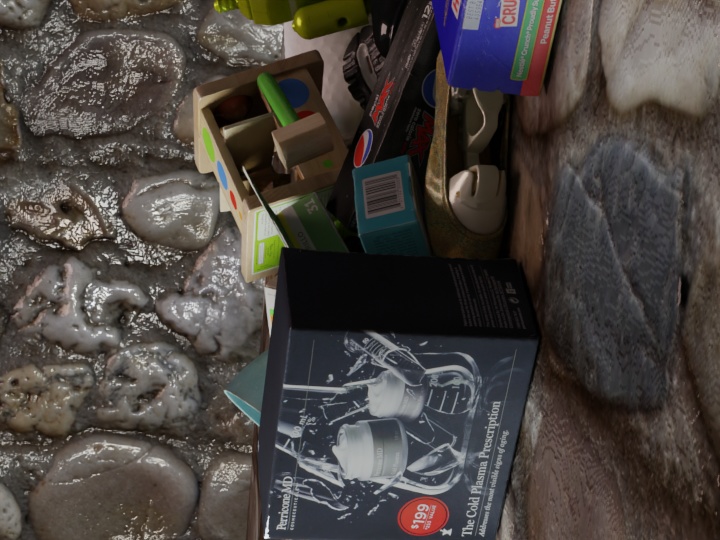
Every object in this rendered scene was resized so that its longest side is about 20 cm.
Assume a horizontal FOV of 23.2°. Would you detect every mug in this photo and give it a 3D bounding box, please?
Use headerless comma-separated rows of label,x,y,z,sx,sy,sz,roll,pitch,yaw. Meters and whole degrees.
mug,0.003,-0.192,1.756,0.200,0.146,0.177,57,-151,-70

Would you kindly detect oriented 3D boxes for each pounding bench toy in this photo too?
pounding bench toy,-0.071,-0.120,1.557,0.201,0.123,0.157,98,150,-60

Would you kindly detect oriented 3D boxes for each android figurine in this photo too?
android figurine,-0.045,-0.286,1.649,0.041,0.198,0.183,77,178,-46

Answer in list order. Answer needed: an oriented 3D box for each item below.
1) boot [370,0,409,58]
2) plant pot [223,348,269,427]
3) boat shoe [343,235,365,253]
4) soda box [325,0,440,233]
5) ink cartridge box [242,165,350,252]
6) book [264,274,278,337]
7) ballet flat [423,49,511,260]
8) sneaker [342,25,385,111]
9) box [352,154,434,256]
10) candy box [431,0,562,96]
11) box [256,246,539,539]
boot,-0.005,-0.266,1.549,0.074,0.161,0.199,92,-164,-47
plant pot,-0.007,0.119,1.594,0.135,0.200,0.200,-52,3,-9
boat shoe,0.000,0.000,1.579,0.199,0.069,0.067,-21,76,56
soda box,0.042,-0.124,1.446,0.202,0.063,0.071,-67,22,10
ink cartridge box,-0.025,0.001,1.433,0.146,0.048,0.200,60,177,25
book,-0.022,0.107,1.727,0.048,0.133,0.202,-38,-45,-45
ballet flat,0.088,-0.089,1.347,0.071,0.070,0.202,128,145,-76
sneaker,0.053,-0.131,1.586,0.078,0.090,0.202,-35,57,37
box,0.043,0.011,1.405,0.083,0.049,0.201,-95,-11,-48
candy box,0.099,-0.254,1.265,0.201,0.076,0.170,-94,12,-48
box,0.022,0.096,1.303,0.104,0.180,0.202,-99,14,-56
